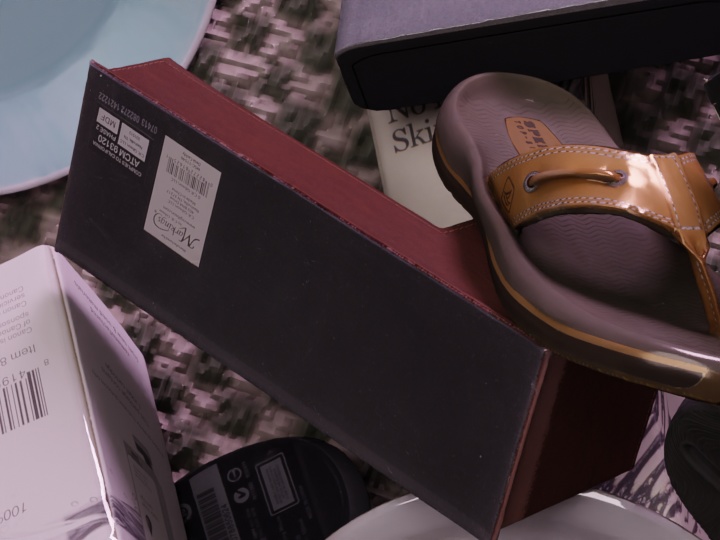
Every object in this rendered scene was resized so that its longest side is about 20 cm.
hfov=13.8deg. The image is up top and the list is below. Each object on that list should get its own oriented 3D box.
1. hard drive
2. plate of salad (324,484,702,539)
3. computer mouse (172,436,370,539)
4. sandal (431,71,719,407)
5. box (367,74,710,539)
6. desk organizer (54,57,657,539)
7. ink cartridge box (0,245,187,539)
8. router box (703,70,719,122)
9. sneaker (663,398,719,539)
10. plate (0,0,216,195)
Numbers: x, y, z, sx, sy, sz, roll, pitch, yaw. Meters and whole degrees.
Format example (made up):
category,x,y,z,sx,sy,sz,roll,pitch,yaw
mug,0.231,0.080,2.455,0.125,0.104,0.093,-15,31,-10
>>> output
category,x,y,z,sx,sy,sz,roll,pitch,yaw
hard drive,0.069,-0.143,1.042,0.139,0.033,0.201,-9,43,16
plate of salad,0.051,0.165,0.959,0.199,0.048,0.201,3,103,11
computer mouse,-0.091,0.107,1.067,0.199,0.046,0.141,-31,51,4
sandal,0.078,-0.020,0.897,0.200,0.081,0.055,-116,38,-56
box,0.061,0.013,1.026,0.082,0.068,0.201,-18,70,14
desk organizer,0.000,0.000,0.960,0.200,0.077,0.072,32,122,31
ink cartridge box,-0.133,0.113,0.999,0.146,0.083,0.201,-24,51,10
router box,0.213,-0.019,0.892,0.062,0.199,0.151,-31,80,51
sneaker,0.196,0.063,0.947,0.200,0.076,0.116,26,52,-4
plate,-0.148,-0.127,1.101,0.200,0.200,0.026,-50,22,-1
